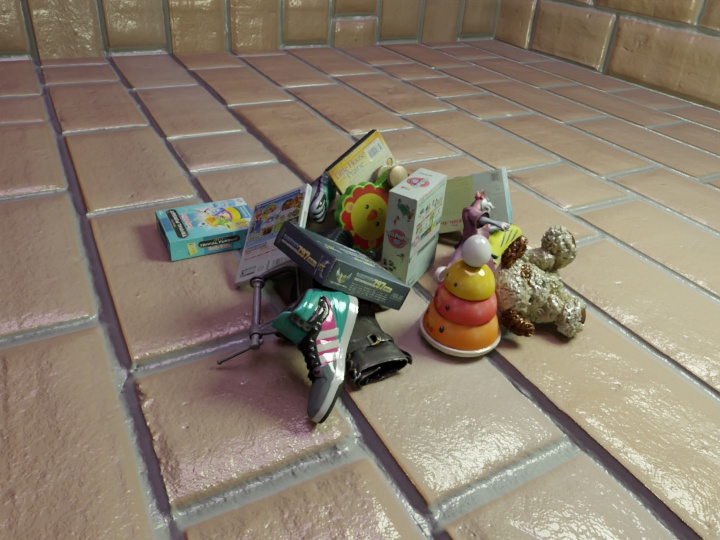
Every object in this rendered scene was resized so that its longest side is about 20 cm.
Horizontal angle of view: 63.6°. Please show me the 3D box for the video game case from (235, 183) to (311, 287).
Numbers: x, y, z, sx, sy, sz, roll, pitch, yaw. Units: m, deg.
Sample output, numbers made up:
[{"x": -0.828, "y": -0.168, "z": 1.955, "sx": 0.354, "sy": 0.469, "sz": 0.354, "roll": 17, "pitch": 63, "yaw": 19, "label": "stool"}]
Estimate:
[{"x": -0.168, "y": -0.070, "z": 1.136, "sx": 0.141, "sy": 0.018, "sz": 0.203, "roll": -16, "pitch": 50, "yaw": 29, "label": "video game case"}]

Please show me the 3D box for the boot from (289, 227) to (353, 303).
[{"x": -0.122, "y": -0.007, "z": 1.128, "sx": 0.166, "sy": 0.077, "sz": 0.202, "roll": 4, "pitch": 51, "yaw": 37, "label": "boot"}]

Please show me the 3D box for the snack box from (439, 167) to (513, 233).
[{"x": 0.229, "y": -0.149, "z": 1.281, "sx": 0.197, "sy": 0.118, "sz": 0.037, "roll": -6, "pitch": 8, "yaw": 29, "label": "snack box"}]

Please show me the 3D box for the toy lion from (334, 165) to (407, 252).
[{"x": 0.044, "y": -0.110, "z": 1.222, "sx": 0.192, "sy": 0.200, "sz": 0.068, "roll": -48, "pitch": 30, "yaw": -13, "label": "toy lion"}]

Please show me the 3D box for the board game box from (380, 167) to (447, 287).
[{"x": 0.104, "y": -0.080, "z": 1.146, "sx": 0.063, "sy": 0.203, "sz": 0.147, "roll": 20, "pitch": 34, "yaw": 22, "label": "board game box"}]

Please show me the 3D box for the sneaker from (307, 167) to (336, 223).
[{"x": -0.104, "y": -0.171, "z": 1.249, "sx": 0.086, "sy": 0.076, "sz": 0.201, "roll": 4, "pitch": 32, "yaw": 9, "label": "sneaker"}]

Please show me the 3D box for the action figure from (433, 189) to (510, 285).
[{"x": 0.229, "y": -0.063, "z": 1.172, "sx": 0.146, "sy": 0.204, "sz": 0.134, "roll": -3, "pitch": -14, "yaw": 18, "label": "action figure"}]

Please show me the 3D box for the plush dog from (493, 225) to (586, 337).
[{"x": 0.300, "y": 0.026, "z": 1.051, "sx": 0.170, "sy": 0.204, "sz": 0.159, "roll": -2, "pitch": -5, "yaw": -44, "label": "plush dog"}]

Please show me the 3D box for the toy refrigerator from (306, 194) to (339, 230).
[{"x": -0.110, "y": -0.106, "z": 1.282, "sx": 0.198, "sy": 0.077, "sz": 0.070, "roll": -18, "pitch": 38, "yaw": -31, "label": "toy refrigerator"}]

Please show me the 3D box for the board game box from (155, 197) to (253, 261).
[{"x": -0.329, "y": -0.094, "z": 1.263, "sx": 0.197, "sy": 0.048, "sz": 0.151, "roll": -13, "pitch": 35, "yaw": -26, "label": "board game box"}]

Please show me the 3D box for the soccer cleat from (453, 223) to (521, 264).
[{"x": 0.288, "y": -0.050, "z": 1.275, "sx": 0.198, "sy": 0.065, "sz": 0.085, "roll": -15, "pitch": 66, "yaw": -35, "label": "soccer cleat"}]

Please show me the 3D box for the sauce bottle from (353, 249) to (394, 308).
[{"x": 0.000, "y": 0.000, "z": 1.135, "sx": 0.064, "sy": 0.066, "sz": 0.200, "roll": -18, "pitch": 40, "yaw": -32, "label": "sauce bottle"}]

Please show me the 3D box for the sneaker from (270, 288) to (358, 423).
[{"x": -0.078, "y": 0.110, "z": 0.853, "sx": 0.119, "sy": 0.084, "sz": 0.203, "roll": 22, "pitch": 59, "yaw": -16, "label": "sneaker"}]

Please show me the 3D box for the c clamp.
[{"x": -0.153, "y": 0.053, "z": 0.971, "sx": 0.168, "sy": 0.027, "sz": 0.202, "roll": -18, "pitch": 37, "yaw": 12, "label": "c clamp"}]

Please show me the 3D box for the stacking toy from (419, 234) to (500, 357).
[{"x": 0.180, "y": 0.029, "z": 0.981, "sx": 0.143, "sy": 0.203, "sz": 0.147, "roll": 3, "pitch": 31, "yaw": -2, "label": "stacking toy"}]

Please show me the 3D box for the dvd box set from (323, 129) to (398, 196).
[{"x": 0.029, "y": -0.179, "z": 1.259, "sx": 0.146, "sy": 0.201, "sz": 0.029, "roll": -42, "pitch": 28, "yaw": -12, "label": "dvd box set"}]

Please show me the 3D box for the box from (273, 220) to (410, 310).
[{"x": -0.029, "y": -0.006, "z": 0.984, "sx": 0.199, "sy": 0.052, "sz": 0.157, "roll": 21, "pitch": 12, "yaw": -46, "label": "box"}]

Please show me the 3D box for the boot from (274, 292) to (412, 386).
[{"x": -0.032, "y": 0.117, "z": 0.948, "sx": 0.197, "sy": 0.070, "sz": 0.175, "roll": -14, "pitch": 43, "yaw": -15, "label": "boot"}]
